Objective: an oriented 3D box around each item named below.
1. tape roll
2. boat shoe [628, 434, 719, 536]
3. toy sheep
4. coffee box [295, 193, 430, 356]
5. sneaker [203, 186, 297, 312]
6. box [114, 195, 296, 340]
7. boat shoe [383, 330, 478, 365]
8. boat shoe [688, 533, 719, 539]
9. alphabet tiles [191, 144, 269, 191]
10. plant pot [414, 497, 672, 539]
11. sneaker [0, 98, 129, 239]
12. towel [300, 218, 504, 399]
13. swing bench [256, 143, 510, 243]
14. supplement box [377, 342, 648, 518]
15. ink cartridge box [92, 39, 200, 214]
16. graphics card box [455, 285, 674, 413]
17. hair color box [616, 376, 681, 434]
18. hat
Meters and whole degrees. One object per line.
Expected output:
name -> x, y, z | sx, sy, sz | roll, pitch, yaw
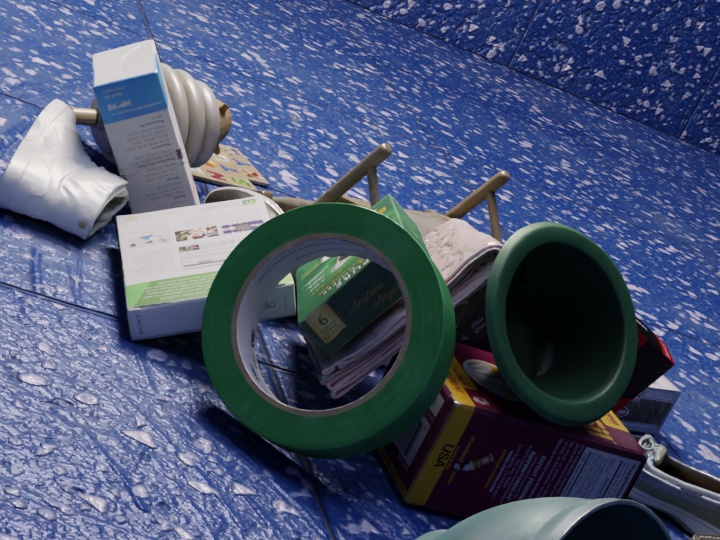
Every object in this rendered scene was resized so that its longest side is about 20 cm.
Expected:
tape roll -> -0.026, 0.047, 1.189 | 0.200, 0.201, 0.048 | 34, -6, 22
boat shoe -> 0.304, 0.200, 1.435 | 0.202, 0.065, 0.074 | 34, 19, 23
toy sheep -> -0.229, -0.165, 1.628 | 0.200, 0.138, 0.138 | -6, 33, -33
coffee box -> 0.000, 0.000, 1.325 | 0.044, 0.123, 0.200 | 49, 5, -12
sneaker -> -0.116, -0.028, 1.484 | 0.099, 0.071, 0.200 | 11, 27, -51
box -> -0.143, -0.006, 1.343 | 0.144, 0.036, 0.200 | -9, 25, -8
boat shoe -> 0.055, 0.058, 1.484 | 0.199, 0.068, 0.074 | 16, 21, -30
boat shoe -> 0.381, 0.270, 1.354 | 0.201, 0.061, 0.072 | 20, 19, -19
alphabet tiles -> -0.211, -0.145, 1.783 | 0.200, 0.006, 0.166 | 12, 23, -36
plant pot -> 0.091, 0.228, 0.909 | 0.134, 0.201, 0.200 | 5, 0, 42
sneaker -> -0.280, -0.093, 1.454 | 0.115, 0.074, 0.200 | 24, 28, -10
towel -> 0.034, 0.025, 1.318 | 0.032, 0.191, 0.200 | 52, 0, -12
swing bench -> 0.028, -0.034, 1.564 | 0.199, 0.130, 0.200 | 6, -17, -44
supplement box -> 0.122, 0.145, 1.279 | 0.200, 0.103, 0.131 | 18, 19, -26
ink cartridge box -> -0.212, -0.118, 1.505 | 0.067, 0.200, 0.116 | -15, 26, -4
graphics card box -> 0.201, 0.064, 1.480 | 0.200, 0.125, 0.051 | 42, 18, -21
hair color box -> 0.250, 0.098, 1.653 | 0.099, 0.061, 0.200 | 11, 22, -38
hat -> 0.125, 0.059, 1.285 | 0.200, 0.166, 0.176 | 29, -25, -31
